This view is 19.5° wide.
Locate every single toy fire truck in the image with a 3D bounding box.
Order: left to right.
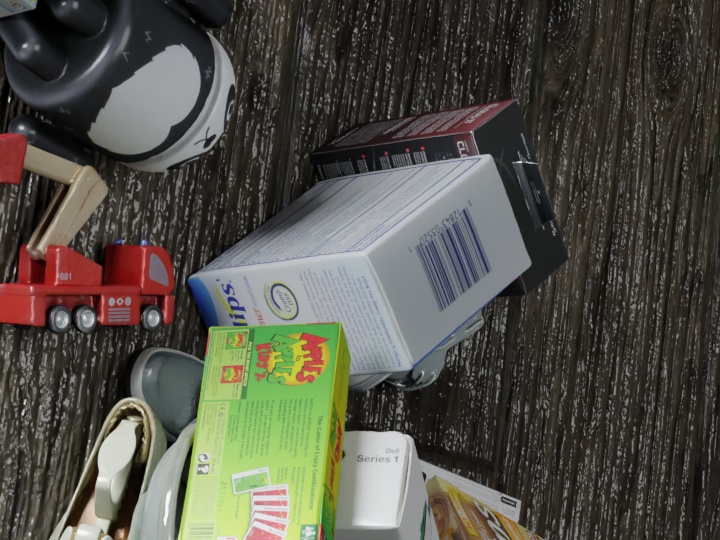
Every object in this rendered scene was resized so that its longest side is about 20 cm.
[{"bbox_3d":[-0.217,-0.026,1.529,0.199,0.049,0.142,0,93,-48],"label":"toy fire truck"}]

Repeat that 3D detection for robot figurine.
[{"bbox_3d":[-0.178,-0.150,1.532,0.200,0.150,0.126,34,53,-50],"label":"robot figurine"}]

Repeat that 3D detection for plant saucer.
[{"bbox_3d":[-0.130,0.213,1.533,0.200,0.050,0.202,-5,90,-78],"label":"plant saucer"}]

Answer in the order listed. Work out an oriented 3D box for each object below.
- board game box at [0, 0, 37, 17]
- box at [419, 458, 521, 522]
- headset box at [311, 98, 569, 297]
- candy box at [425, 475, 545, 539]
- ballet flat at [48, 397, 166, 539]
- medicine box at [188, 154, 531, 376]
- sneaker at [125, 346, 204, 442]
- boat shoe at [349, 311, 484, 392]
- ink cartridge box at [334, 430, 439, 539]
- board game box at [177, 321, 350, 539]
[{"bbox_3d":[-0.269,-0.286,1.466,0.105,0.103,0.201,31,64,-42],"label":"board game box"},{"bbox_3d":[0.063,0.231,1.844,0.200,0.035,0.111,27,67,-44],"label":"box"},{"bbox_3d":[0.074,-0.055,1.760,0.075,0.199,0.149,-36,112,-44],"label":"headset box"},{"bbox_3d":[0.123,0.265,1.798,0.200,0.055,0.116,35,21,-42],"label":"candy box"},{"bbox_3d":[-0.194,0.182,1.530,0.062,0.067,0.201,92,11,-60],"label":"ballet flat"},{"bbox_3d":[0.000,0.000,1.670,0.182,0.199,0.103,-38,112,-43],"label":"medicine box"},{"bbox_3d":[-0.081,0.120,1.626,0.200,0.120,0.084,38,60,-40],"label":"sneaker"},{"bbox_3d":[0.050,0.065,1.818,0.201,0.070,0.072,-37,108,-47],"label":"boat shoe"},{"bbox_3d":[-0.019,0.212,1.584,0.201,0.145,0.085,74,20,-49],"label":"ink cartridge box"},{"bbox_3d":[-0.067,0.131,1.498,0.048,0.101,0.201,76,15,-50],"label":"board game box"}]
